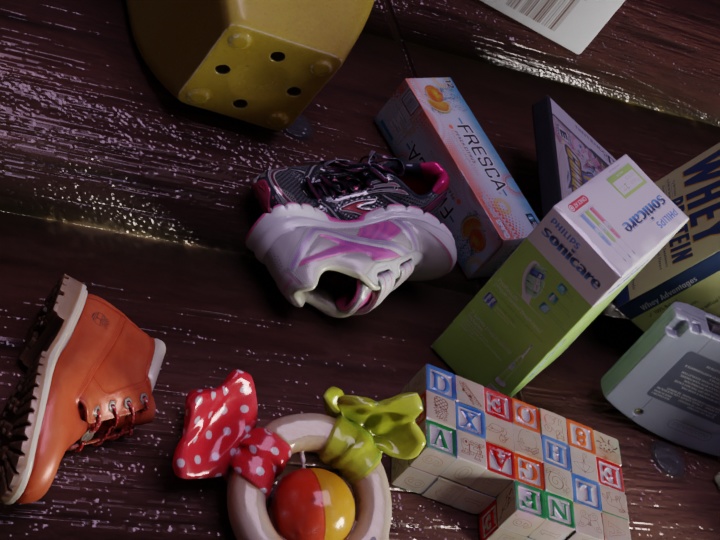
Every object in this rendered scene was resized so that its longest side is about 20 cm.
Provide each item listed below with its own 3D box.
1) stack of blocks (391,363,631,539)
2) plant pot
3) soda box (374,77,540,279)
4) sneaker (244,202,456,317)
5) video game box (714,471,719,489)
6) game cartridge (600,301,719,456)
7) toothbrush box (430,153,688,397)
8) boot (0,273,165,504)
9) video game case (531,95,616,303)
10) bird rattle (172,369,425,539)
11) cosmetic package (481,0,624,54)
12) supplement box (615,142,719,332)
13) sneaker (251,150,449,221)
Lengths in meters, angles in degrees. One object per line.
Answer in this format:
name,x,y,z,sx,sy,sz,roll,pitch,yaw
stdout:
stack of blocks,0.124,0.169,1.336,0.199,0.059,0.116,23,42,-21
plant pot,-0.095,-0.247,1.457,0.193,0.196,0.202,14,52,-28
soda box,0.094,-0.092,1.554,0.068,0.064,0.201,-6,59,-42
sneaker,0.000,0.000,1.388,0.198,0.082,0.089,-1,55,-29
video game box,0.434,0.219,1.441,0.046,0.182,0.201,-4,57,-40
game cartridge,0.329,0.110,1.497,0.199,0.133,0.042,23,42,-22
toothbrush box,0.174,0.012,1.413,0.086,0.200,0.145,47,40,9
boot,-0.195,0.097,1.141,0.107,0.075,0.201,32,38,-17
video game case,0.243,-0.057,1.630,0.180,0.025,0.201,38,35,-32
bird rattle,-0.043,0.152,1.193,0.198,0.112,0.165,0,69,-35
cosmetic package,0.231,-0.399,1.872,0.166,0.167,0.201,24,41,-19
supplement box,0.377,-0.004,1.556,0.199,0.199,0.135,38,35,-30
sneaker,-0.010,-0.074,1.445,0.199,0.075,0.081,-2,55,-39
